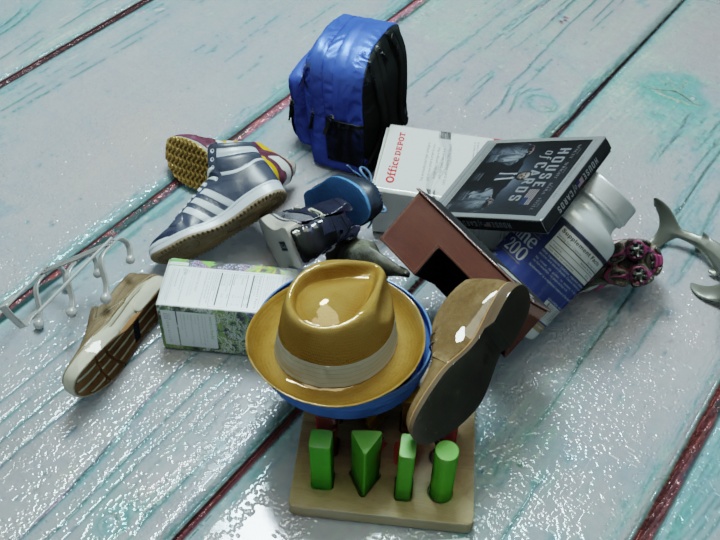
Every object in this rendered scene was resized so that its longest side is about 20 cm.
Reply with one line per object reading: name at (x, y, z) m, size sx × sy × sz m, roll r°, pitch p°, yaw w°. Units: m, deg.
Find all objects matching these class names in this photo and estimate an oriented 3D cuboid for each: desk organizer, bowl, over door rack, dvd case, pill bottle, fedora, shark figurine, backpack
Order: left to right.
over door rack at (-0.372, 0.038, 1.071) m, size 0.146 × 0.067 × 0.200 m, roll -19°, pitch 15°, yaw 34°
fedora at (-0.023, 0.047, 0.942) m, size 0.197 × 0.083 × 0.202 m, roll 3°, pitch 41°, yaw -3°
bowl at (-0.019, 0.079, 1.001) m, size 0.197 × 0.040 × 0.202 m, roll 3°, pitch 42°, yaw -3°
backpack at (-0.021, -0.267, 1.335) m, size 0.165 × 0.202 × 0.164 m, roll 16°, pitch 48°, yaw 13°
desk organizer at (0.119, 0.003, 1.058) m, size 0.077 × 0.071 × 0.200 m, roll -49°, pitch 62°, yaw 11°
dvd case at (0.191, -0.107, 1.124) m, size 0.151 × 0.025 × 0.199 m, roll -50°, pitch 30°, yaw -23°
pill bottle at (0.236, -0.025, 1.109) m, size 0.200 × 0.111 × 0.111 m, roll -48°, pitch 55°, yaw 7°
shark figurine at (0.477, -0.016, 1.192) m, size 0.126 × 0.090 × 0.216 m, roll -12°, pitch 50°, yaw -15°

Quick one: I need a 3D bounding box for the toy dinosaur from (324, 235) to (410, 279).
toy dinosaur at (0.000, 0.000, 1.129) m, size 0.076 × 0.200 × 0.104 m, roll -24°, pitch 95°, yaw -11°

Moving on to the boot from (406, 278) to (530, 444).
boot at (0.098, 0.091, 0.953) m, size 0.075 × 0.074 × 0.201 m, roll 17°, pitch 61°, yaw 41°

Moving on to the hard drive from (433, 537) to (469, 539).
hard drive at (0.019, 0.332, 0.887) m, size 0.196 × 0.027 × 0.133 m, roll -2°, pitch 47°, yaw -4°

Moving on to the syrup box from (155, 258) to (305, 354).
syrup box at (-0.142, 0.048, 1.116) m, size 0.196 × 0.080 × 0.082 m, roll 4°, pitch 46°, yaw 2°

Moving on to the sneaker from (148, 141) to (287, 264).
sneaker at (-0.206, -0.095, 1.214) m, size 0.198 × 0.070 × 0.110 m, roll -29°, pitch 74°, yaw -2°

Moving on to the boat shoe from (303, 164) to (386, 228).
boat shoe at (-0.015, -0.102, 1.207) m, size 0.068 × 0.086 × 0.199 m, roll -17°, pitch 15°, yaw -23°

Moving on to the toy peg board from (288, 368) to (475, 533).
toy peg board at (0.031, 0.163, 0.999) m, size 0.196 × 0.099 × 0.201 m, roll 5°, pitch 47°, yaw 3°

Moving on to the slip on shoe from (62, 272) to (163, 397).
slip on shoe at (-0.301, 0.070, 1.091) m, size 0.060 × 0.077 × 0.201 m, roll 21°, pitch 46°, yaw 11°

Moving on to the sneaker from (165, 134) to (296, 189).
sneaker at (-0.190, -0.155, 1.323) m, size 0.197 × 0.076 × 0.090 m, roll 20°, pitch 28°, yaw 21°

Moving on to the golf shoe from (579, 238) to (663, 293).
golf shoe at (0.293, -0.006, 1.199) m, size 0.196 × 0.074 × 0.092 m, roll -1°, pitch 4°, yaw 12°

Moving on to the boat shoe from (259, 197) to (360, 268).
boat shoe at (-0.065, -0.051, 1.162) m, size 0.092 × 0.076 × 0.200 m, roll -26°, pitch 15°, yaw -14°

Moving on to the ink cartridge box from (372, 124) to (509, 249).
ink cartridge box at (0.122, -0.118, 1.278) m, size 0.196 × 0.084 × 0.148 m, roll 9°, pitch 47°, yaw 7°
